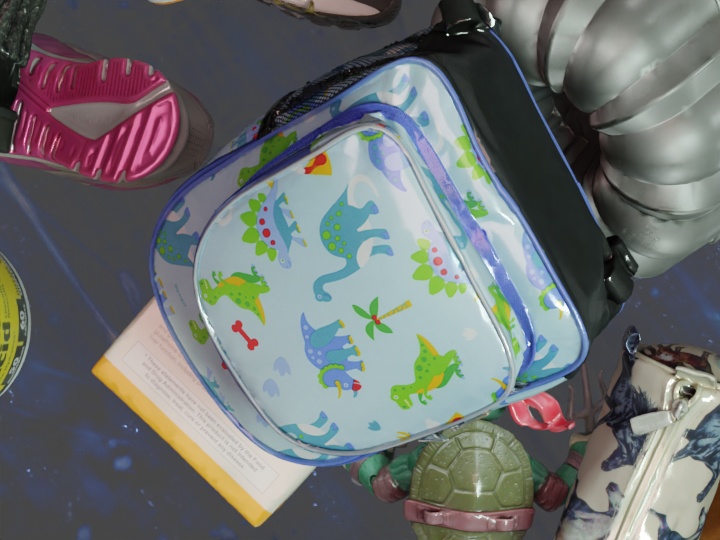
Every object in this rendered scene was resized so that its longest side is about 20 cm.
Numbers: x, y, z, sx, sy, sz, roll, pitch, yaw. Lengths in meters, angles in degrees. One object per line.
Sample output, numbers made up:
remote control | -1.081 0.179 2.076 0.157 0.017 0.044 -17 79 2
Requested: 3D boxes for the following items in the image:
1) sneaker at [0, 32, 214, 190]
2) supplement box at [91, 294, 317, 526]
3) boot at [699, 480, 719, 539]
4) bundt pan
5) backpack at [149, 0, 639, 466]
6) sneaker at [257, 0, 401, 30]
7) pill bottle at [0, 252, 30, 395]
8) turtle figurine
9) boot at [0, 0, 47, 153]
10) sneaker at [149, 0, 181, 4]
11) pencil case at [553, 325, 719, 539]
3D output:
sneaker | -0.163 -0.085 1.258 0.199 0.088 0.082 21 90 29
supplement box | -0.030 0.020 1.243 0.126 0.074 0.200 43 96 4
boot | 0.206 0.139 1.157 0.199 0.068 0.190 2 78 49
bundt pan | 0.109 -0.080 1.164 0.202 0.202 0.076 47 55 5
backpack | 0.000 0.000 1.106 0.199 0.147 0.184 -27 97 31
sneaker | -0.061 -0.198 1.247 0.199 0.074 0.085 27 92 6
pill bottle | -0.248 0.030 1.205 0.110 0.200 0.112 0 90 7
turtle figurine | 0.056 0.120 1.225 0.149 0.101 0.202 8 99 12
boot | -0.256 -0.158 1.183 0.210 0.079 0.159 13 89 -18
sneaker | -0.109 -0.244 1.188 0.075 0.092 0.201 -14 66 9
pencil case | 0.134 0.133 1.163 0.077 0.089 0.201 23 96 22
